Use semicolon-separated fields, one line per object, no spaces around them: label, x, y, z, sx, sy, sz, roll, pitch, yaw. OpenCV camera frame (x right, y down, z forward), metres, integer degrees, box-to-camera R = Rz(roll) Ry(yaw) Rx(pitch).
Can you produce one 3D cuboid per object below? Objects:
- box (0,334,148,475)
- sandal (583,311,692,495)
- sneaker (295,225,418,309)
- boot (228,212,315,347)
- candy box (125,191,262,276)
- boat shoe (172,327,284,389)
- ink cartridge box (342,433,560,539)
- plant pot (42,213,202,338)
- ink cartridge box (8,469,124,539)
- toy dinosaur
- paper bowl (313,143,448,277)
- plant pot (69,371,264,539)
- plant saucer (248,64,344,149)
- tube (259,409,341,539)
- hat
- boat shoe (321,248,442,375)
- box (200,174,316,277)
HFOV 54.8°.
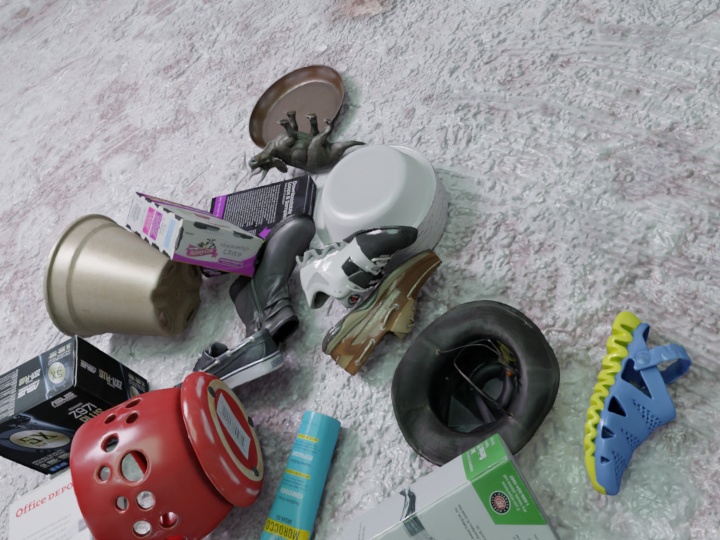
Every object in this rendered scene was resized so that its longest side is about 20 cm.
box;-0.442;0.205;1.029;0.197;0.164;0.087;-26;50;10
sandal;0.291;0.140;0.735;0.085;0.080;0.203;13;68;29
sneaker;0.000;0.000;0.912;0.198;0.073;0.091;-21;72;40
boot;-0.112;0.027;1.013;0.201;0.069;0.133;-52;46;27
candy box;-0.254;-0.056;1.046;0.198;0.134;0.062;24;98;50
boat shoe;-0.201;0.136;0.979;0.197;0.072;0.069;-24;91;25
ink cartridge box;0.094;0.284;0.696;0.197;0.083;0.149;-31;92;6
plant pot;-0.359;0.024;1.102;0.179;0.202;0.204;10;64;19
ink cartridge box;-0.392;0.389;0.935;0.144;0.083;0.203;-28;51;9
toy dinosaur;-0.090;-0.205;1.159;0.195;0.104;0.078;-1;31;-5
paper bowl;0.022;-0.099;1.016;0.196;0.105;0.205;-14;55;21
plant pot;-0.231;0.242;0.871;0.180;0.201;0.203;-27;50;5
plant saucer;-0.112;-0.287;1.256;0.196;0.032;0.204;-14;55;21
tube;-0.076;0.280;0.865;0.076;0.050;0.204;2;66;37
hat;0.135;0.142;0.812;0.196;0.081;0.205;-8;60;15
boat shoe;0.038;0.059;0.934;0.200;0.076;0.074;-43;81;-2
box;-0.169;-0.072;1.146;0.196;0.036;0.146;-10;56;24
